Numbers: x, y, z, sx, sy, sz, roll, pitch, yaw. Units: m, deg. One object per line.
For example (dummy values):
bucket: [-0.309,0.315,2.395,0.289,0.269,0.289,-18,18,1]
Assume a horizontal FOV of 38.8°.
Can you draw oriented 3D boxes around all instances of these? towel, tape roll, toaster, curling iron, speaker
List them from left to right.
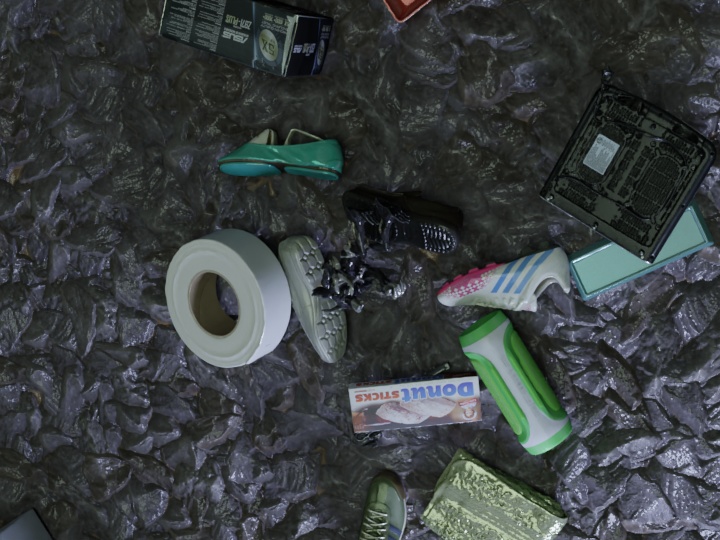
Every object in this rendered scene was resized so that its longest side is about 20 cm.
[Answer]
tape roll: [-0.203,0.043,1.567,0.199,0.070,0.207,10,110,30]
curling iron: [0.062,0.204,1.575,0.200,0.026,0.049,-43,109,15]
towel: [0.201,0.377,1.562,0.198,0.036,0.150,28,108,9]
speaker: [0.225,0.162,1.484,0.088,0.088,0.202,-32,91,20]
toaster: [0.360,-0.140,1.356,0.179,0.118,0.203,32,108,14]

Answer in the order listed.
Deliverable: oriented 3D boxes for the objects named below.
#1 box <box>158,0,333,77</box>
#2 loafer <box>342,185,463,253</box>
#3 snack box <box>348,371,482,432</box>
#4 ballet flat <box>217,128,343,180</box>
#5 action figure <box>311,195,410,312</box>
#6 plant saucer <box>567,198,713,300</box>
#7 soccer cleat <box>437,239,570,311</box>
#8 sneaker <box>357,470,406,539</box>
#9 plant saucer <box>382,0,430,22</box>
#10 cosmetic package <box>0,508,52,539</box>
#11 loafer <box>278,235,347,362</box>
box: [-0.158,-0.345,1.453,0.197,0.164,0.088,20,106,11]
loafer: [0.065,-0.081,1.499,0.197,0.072,0.074,20,138,23]
snack box: [0.083,0.198,1.544,0.196,0.024,0.073,-6,105,5]
ballet flat: [-0.117,-0.177,1.536,0.196,0.067,0.072,4,78,15]
action figure: [0.000,0.000,1.466,0.102,0.117,0.203,53,137,39]
plant saucer: [0.388,-0.027,1.434,0.197,0.019,0.071,-26,93,19]
soccer cleat: [0.206,0.027,1.465,0.197,0.070,0.088,-22,78,18]
sneaker: [0.027,0.424,1.594,0.066,0.090,0.205,10,103,15]
plant saucer: [0.080,-0.485,1.421,0.198,0.037,0.201,-34,90,19]
cosmetic package: [-0.620,0.567,1.798,0.198,0.123,0.201,-32,91,18]
loafer: [-0.074,0.044,1.566,0.069,0.069,0.204,-2,107,51]
